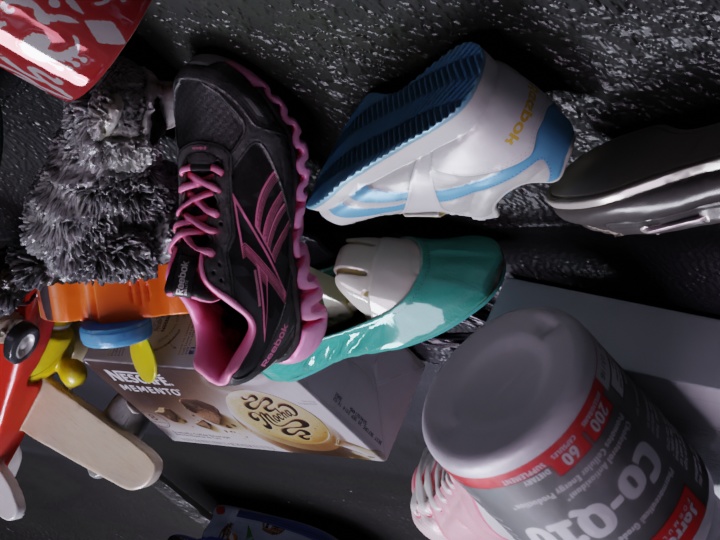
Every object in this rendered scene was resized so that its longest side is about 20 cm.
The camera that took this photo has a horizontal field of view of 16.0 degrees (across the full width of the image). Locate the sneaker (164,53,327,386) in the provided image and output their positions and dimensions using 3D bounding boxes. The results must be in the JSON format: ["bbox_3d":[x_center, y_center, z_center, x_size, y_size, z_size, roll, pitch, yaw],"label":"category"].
[{"bbox_3d":[-0.079,-0.023,1.481,0.079,0.095,0.201,6,117,40],"label":"sneaker"}]

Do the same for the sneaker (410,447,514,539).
[{"bbox_3d":[0.071,0.143,1.764,0.104,0.076,0.200,8,155,24],"label":"sneaker"}]

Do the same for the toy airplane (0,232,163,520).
[{"bbox_3d":[-0.240,0.076,1.852,0.199,0.141,0.201,-18,101,43],"label":"toy airplane"}]

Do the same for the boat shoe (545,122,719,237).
[{"bbox_3d":[0.173,-0.042,1.295,0.200,0.067,0.057,-14,119,52],"label":"boat shoe"}]

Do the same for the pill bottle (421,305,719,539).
[{"bbox_3d":[0.135,0.122,1.492,0.114,0.114,0.200,-1,143,45],"label":"pill bottle"}]

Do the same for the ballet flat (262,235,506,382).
[{"bbox_3d":[-0.006,0.017,1.548,0.200,0.068,0.070,-23,135,39],"label":"ballet flat"}]

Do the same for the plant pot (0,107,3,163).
[{"bbox_3d":[-0.307,-0.076,1.553,0.200,0.201,0.161,33,145,-16],"label":"plant pot"}]

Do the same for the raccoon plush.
[{"bbox_3d":[-0.181,-0.044,1.518,0.097,0.200,0.134,43,171,38],"label":"raccoon plush"}]

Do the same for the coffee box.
[{"bbox_3d":[-0.073,0.062,1.734,0.200,0.080,0.113,3,149,41],"label":"coffee box"}]

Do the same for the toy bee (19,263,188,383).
[{"bbox_3d":[-0.171,0.001,1.677,0.199,0.131,0.109,12,-168,-11],"label":"toy bee"}]

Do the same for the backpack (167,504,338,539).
[{"bbox_3d":[-0.065,0.291,2.107,0.190,0.154,0.200,18,162,36],"label":"backpack"}]

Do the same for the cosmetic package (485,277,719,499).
[{"bbox_3d":[0.187,0.080,1.554,0.199,0.052,0.151,12,154,28],"label":"cosmetic package"}]

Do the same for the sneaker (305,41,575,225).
[{"bbox_3d":[0.037,-0.057,1.393,0.081,0.077,0.200,32,157,-19],"label":"sneaker"}]

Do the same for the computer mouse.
[{"bbox_3d":[0.000,0.000,1.608,0.199,0.034,0.059,23,139,-7],"label":"computer mouse"}]

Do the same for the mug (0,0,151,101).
[{"bbox_3d":[-0.197,-0.185,1.299,0.200,0.134,0.177,31,157,-21],"label":"mug"}]
